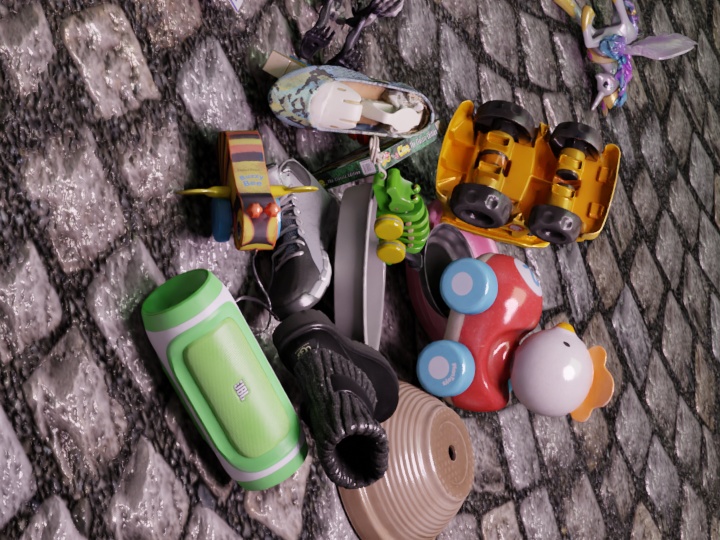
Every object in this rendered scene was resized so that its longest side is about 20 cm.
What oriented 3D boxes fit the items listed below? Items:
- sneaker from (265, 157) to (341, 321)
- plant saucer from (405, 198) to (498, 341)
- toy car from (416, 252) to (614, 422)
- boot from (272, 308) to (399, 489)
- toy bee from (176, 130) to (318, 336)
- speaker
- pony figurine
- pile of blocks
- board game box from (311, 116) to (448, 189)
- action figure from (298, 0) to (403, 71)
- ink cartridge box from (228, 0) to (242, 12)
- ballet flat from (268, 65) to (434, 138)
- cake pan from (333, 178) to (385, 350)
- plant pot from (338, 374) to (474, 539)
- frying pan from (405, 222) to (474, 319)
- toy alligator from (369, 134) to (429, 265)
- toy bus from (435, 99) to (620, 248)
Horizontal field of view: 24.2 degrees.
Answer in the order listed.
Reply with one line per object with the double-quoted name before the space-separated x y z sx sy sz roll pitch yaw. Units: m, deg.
"sneaker" -0.082 -0.044 1.699 0.116 0.074 0.201 53 26 -26
"plant saucer" 0.112 0.013 2.017 0.200 0.050 0.203 33 50 -49
"toy car" 0.195 0.086 1.850 0.184 0.198 0.179 12 95 -65
"boot" -0.004 0.144 1.635 0.211 0.079 0.159 38 19 -52
"toy bee" -0.097 -0.059 1.608 0.130 0.109 0.201 -23 73 -24
"speaker" -0.123 0.101 1.537 0.201 0.088 0.089 62 32 -22
"pony figurine" 0.404 -0.366 2.619 0.192 0.166 0.202 -33 112 -26
"pile of blocks" -0.046 -0.184 1.838 0.199 0.082 0.063 21 102 -44
"board game box" 0.017 -0.127 1.860 0.200 0.104 0.024 -34 108 -60
"action figure" -0.009 -0.319 1.906 0.119 0.101 0.202 36 48 -33
"ink cartridge box" -0.160 -0.394 1.737 0.199 0.047 0.201 59 35 -29
"ballet flat" -0.002 -0.175 1.773 0.198 0.074 0.075 -2 78 -37
"cake pan" 0.000 0.000 1.764 0.200 0.036 0.203 2 90 -84
"plant pot" 0.060 0.203 1.802 0.200 0.092 0.203 34 48 -49
"frying pan" 0.079 0.009 1.884 0.189 0.031 0.116 -14 91 -55
"toy alligator" 0.042 -0.067 1.704 0.201 0.054 0.060 83 10 -54
"toy bus" 0.186 -0.085 1.940 0.192 0.198 0.137 90 16 -67
